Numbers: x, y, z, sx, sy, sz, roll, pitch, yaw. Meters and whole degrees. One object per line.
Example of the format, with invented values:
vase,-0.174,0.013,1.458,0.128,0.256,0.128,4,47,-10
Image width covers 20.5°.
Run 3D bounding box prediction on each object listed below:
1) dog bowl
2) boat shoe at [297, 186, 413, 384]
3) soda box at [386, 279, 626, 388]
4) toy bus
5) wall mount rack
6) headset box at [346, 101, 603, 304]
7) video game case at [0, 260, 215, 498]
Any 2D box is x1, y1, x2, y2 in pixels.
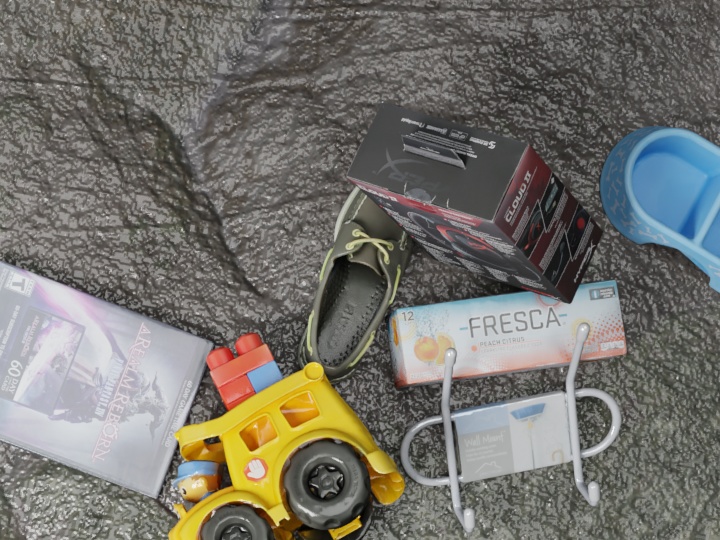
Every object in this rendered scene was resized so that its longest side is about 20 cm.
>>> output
dog bowl,0.312,-0.055,1.770,0.199,0.050,0.112,31,80,-4
boat shoe,0.003,0.001,1.714,0.072,0.060,0.203,21,81,-5
soda box,0.125,0.055,1.724,0.199,0.064,0.069,-7,84,-10
toy bus,-0.090,0.159,1.656,0.199,0.136,0.192,-30,75,-8
wall mount rack,0.134,0.126,1.691,0.199,0.075,0.175,-11,109,-9
headset box,0.093,-0.059,1.641,0.148,0.200,0.075,19,78,33
video game case,-0.241,0.093,1.692,0.199,0.019,0.143,21,81,-4
